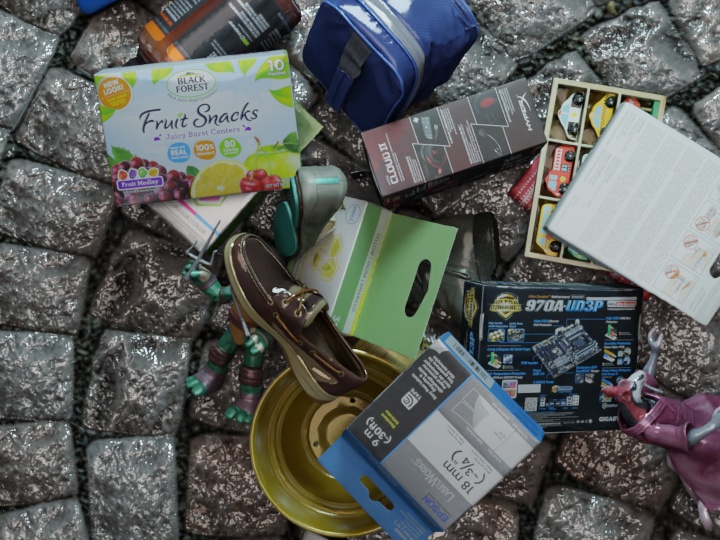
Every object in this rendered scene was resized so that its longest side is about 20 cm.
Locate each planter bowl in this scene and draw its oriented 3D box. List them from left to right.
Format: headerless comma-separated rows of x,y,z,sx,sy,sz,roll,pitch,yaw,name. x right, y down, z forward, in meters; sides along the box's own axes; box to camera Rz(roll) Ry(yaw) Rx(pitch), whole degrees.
-0.017,0.183,1.238,0.200,0.083,0.201,0,90,2,planter bowl

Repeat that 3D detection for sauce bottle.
0.069,0.115,1.248,0.200,0.065,0.065,40,90,0,sauce bottle

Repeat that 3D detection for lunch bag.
0.018,-0.233,1.195,0.132,0.200,0.136,-39,86,-18,lunch bag

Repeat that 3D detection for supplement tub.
-0.170,-0.256,1.242,0.200,0.107,0.107,-39,88,0,supplement tub

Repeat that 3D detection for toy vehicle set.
0.257,-0.102,1.244,0.124,0.027,0.200,9,91,5,toy vehicle set

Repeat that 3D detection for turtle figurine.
-0.127,0.055,1.215,0.101,0.150,0.200,-2,116,-36,turtle figurine

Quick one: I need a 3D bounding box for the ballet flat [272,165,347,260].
-0.049,-0.057,1.179,0.064,0.200,0.067,-9,78,-13,ballet flat

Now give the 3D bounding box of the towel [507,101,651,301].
0.286,-0.078,1.265,0.200,0.022,0.145,39,92,4,towel

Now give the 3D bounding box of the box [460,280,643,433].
0.203,0.092,1.207,0.200,0.046,0.159,1,97,-21,box

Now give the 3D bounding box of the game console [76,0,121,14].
-0.250,-0.410,1.292,0.171,0.118,0.200,-17,88,33,game console

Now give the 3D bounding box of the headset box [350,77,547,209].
0.087,-0.128,1.209,0.200,0.149,0.075,-19,87,2,headset box

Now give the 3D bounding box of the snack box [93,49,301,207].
-0.167,-0.150,1.187,0.200,0.053,0.142,-7,106,-1,snack box

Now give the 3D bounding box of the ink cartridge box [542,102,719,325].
0.321,-0.060,1.204,0.200,0.047,0.160,32,92,1,ink cartridge box

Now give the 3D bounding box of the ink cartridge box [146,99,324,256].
-0.144,-0.124,1.261,0.104,0.059,0.200,42,90,2,ink cartridge box

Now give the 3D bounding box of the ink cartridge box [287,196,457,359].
0.000,0.000,1.198,0.048,0.200,0.146,19,89,-39,ink cartridge box

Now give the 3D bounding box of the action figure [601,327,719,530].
0.329,0.164,1.206,0.200,0.134,0.149,22,116,-22,action figure

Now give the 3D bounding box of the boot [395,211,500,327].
0.093,0.032,1.258,0.130,0.068,0.200,-5,89,14,boot

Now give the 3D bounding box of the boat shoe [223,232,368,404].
-0.061,0.041,1.146,0.072,0.072,0.200,-26,99,38,boat shoe

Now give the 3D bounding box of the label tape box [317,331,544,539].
0.064,0.183,1.140,0.144,0.063,0.200,46,102,6,label tape box

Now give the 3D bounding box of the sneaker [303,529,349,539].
0.008,0.362,1.239,0.200,0.073,0.085,36,88,1,sneaker
